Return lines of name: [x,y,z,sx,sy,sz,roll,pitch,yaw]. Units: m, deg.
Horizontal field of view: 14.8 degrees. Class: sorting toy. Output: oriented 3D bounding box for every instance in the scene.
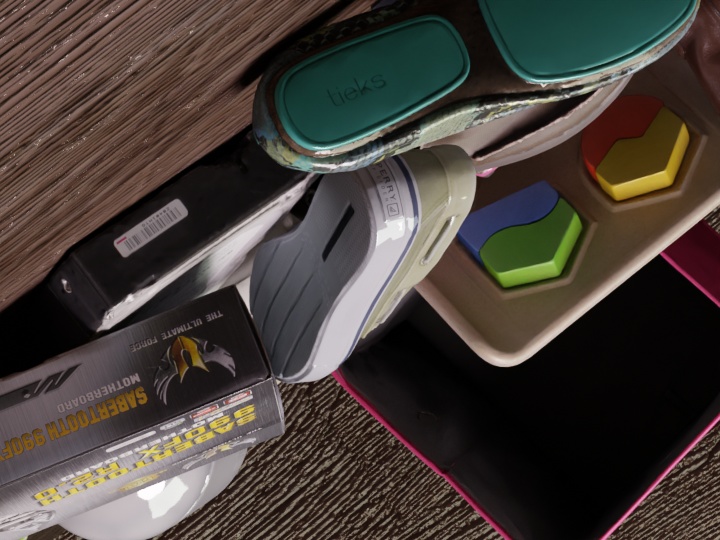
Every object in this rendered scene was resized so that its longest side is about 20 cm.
sorting toy: [0.094,-0.065,1.467,0.200,0.185,0.037,-36,145,-10]

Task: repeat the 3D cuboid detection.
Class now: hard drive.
hard drive: [-0.103,0.004,1.317,0.140,0.038,0.200,-36,177,-30]

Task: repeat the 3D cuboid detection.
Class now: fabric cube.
fabric cube: [0.132,0.040,1.722,0.196,0.200,0.199,-48,175,16]

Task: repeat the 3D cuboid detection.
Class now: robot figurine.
robot figurine: [-0.131,0.095,1.615,0.200,0.113,0.170,-26,129,-77]

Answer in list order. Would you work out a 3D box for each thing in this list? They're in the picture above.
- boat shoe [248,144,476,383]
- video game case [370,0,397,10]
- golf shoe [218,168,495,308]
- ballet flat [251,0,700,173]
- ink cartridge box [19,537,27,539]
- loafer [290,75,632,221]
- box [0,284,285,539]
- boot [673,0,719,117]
boat shoe: [0.000,0.000,1.309,0.062,0.072,0.200,-12,164,-23]
video game case: [0.090,-0.164,1.230,0.143,0.019,0.200,-40,176,21]
golf shoe: [-0.011,-0.049,1.421,0.200,0.073,0.092,-39,152,9]
ballet flat: [0.043,-0.091,1.148,0.199,0.074,0.074,-17,171,-17]
ink cartridge box: [-0.269,0.174,1.545,0.148,0.076,0.200,-38,178,-15]
loafer: [0.044,-0.076,1.322,0.200,0.073,0.071,-30,174,12]
box: [-0.136,0.079,1.289,0.199,0.048,0.158,-21,168,-5]
boot: [0.167,-0.096,1.406,0.186,0.200,0.064,-40,176,38]
